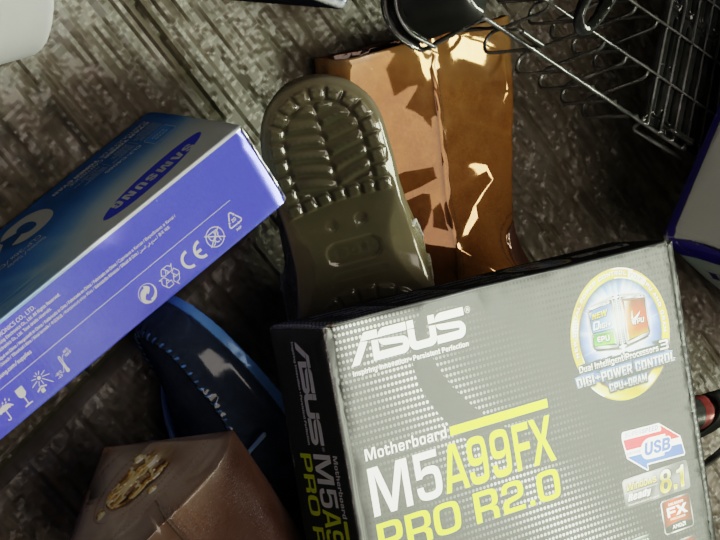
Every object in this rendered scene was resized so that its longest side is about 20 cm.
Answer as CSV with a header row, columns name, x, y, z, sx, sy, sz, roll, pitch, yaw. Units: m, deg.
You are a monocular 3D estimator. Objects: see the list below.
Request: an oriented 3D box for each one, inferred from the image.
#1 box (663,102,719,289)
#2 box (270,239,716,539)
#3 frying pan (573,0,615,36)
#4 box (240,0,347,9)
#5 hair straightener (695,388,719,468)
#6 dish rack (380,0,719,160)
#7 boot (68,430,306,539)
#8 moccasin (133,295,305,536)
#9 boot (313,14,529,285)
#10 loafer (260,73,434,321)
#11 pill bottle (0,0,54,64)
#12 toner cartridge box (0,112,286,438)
name,x,y,z,sx,sy,sz,roll,pitch,yaw
box,0.264,-0.056,1.120,0.200,0.105,0.184,32,80,-58
box,0.064,0.082,0.968,0.200,0.044,0.161,-12,97,-35
frying pan,0.155,-0.188,1.055,0.115,0.031,0.190,16,83,-35
box,-0.045,-0.221,0.925,0.104,0.148,0.200,25,86,-32
hair straightener,0.122,0.095,1.136,0.200,0.041,0.077,-17,150,-24
dish rack,0.110,-0.148,1.067,0.200,0.054,0.154,28,69,-36
boot,-0.019,0.117,0.970,0.186,0.064,0.200,-45,125,-9
moccasin,-0.050,0.103,1.014,0.068,0.080,0.200,-39,115,-15
boot,0.071,-0.025,1.090,0.188,0.068,0.201,-10,96,-22
loafer,0.000,0.000,1.003,0.076,0.067,0.200,-7,112,2
pill bottle,-0.229,-0.108,0.852,0.200,0.114,0.114,-18,107,-27
toner cartridge box,-0.135,0.009,0.939,0.200,0.095,0.043,-41,116,-20
